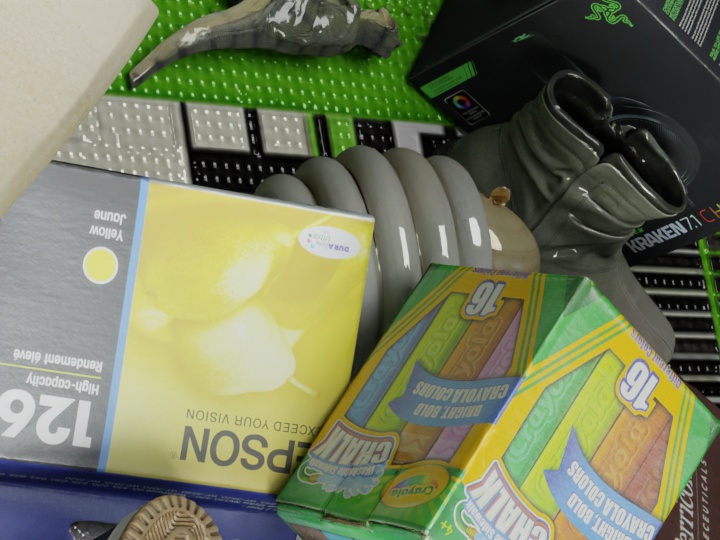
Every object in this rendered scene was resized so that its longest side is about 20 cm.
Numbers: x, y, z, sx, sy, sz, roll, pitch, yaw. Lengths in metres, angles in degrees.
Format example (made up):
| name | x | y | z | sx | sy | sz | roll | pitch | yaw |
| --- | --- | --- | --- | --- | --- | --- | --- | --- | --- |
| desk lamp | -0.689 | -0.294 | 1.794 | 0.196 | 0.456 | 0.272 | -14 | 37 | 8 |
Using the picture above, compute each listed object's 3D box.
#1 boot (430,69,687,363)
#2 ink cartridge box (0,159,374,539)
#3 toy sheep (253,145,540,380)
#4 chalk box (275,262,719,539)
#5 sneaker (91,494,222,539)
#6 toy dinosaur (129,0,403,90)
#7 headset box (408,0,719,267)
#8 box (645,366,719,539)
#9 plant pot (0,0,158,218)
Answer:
| name | x | y | z | sx | sy | sz | roll | pitch | yaw |
| --- | --- | --- | --- | --- | --- | --- | --- | --- | --- |
| boot | 0.138 | -0.019 | 1.620 | 0.200 | 0.131 | 0.068 | 45 | 51 | -19 |
| ink cartridge box | -0.101 | 0.056 | 1.379 | 0.197 | 0.047 | 0.200 | 9 | 86 | -27 |
| toy sheep | 0.000 | 0.000 | 1.498 | 0.200 | 0.138 | 0.138 | -5 | 76 | -20 |
| chalk box | 0.056 | 0.112 | 1.379 | 0.124 | 0.124 | 0.200 | 45 | 67 | -31 |
| sneaker | -0.145 | 0.191 | 1.294 | 0.070 | 0.108 | 0.200 | 48 | 46 | -11 |
| toy dinosaur | -0.050 | -0.153 | 1.572 | 0.200 | 0.047 | 0.088 | -10 | 87 | -39 |
| headset box | 0.154 | -0.116 | 1.642 | 0.200 | 0.174 | 0.093 | 42 | 50 | -22 |
| box | 0.161 | 0.188 | 1.507 | 0.200 | 0.164 | 0.166 | 40 | 31 | -23 |
| plant pot | -0.247 | -0.081 | 1.281 | 0.200 | 0.200 | 0.177 | 34 | 65 | -26 |
